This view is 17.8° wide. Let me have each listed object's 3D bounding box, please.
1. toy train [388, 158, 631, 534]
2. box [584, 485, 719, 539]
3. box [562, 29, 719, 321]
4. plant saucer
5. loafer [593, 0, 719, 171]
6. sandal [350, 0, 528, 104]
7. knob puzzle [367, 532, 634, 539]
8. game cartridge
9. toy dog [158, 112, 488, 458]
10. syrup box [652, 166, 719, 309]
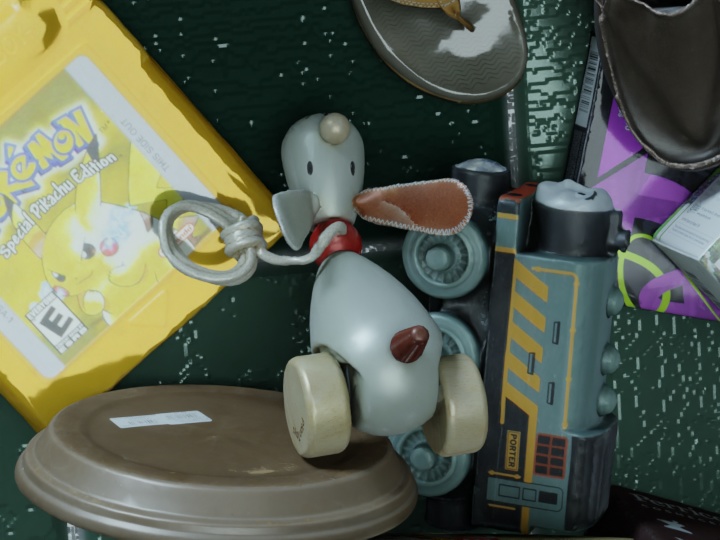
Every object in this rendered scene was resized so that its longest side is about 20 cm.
[{"bbox_3d":[0.080,0.044,1.199,0.114,0.085,0.200,8,101,17],"label":"toy train"},{"bbox_3d":[0.198,0.230,1.201,0.166,0.200,0.165,16,97,-11],"label":"box"},{"bbox_3d":[0.209,-0.042,1.244,0.200,0.036,0.143,9,98,-11],"label":"box"},{"bbox_3d":[-0.070,0.093,1.138,0.200,0.200,0.030,2,104,-9],"label":"plant saucer"},{"bbox_3d":[0.145,-0.132,1.143,0.073,0.071,0.200,-12,116,14],"label":"loafer"},{"bbox_3d":[0.027,-0.177,1.184,0.082,0.055,0.200,-21,101,-5],"label":"sandal"},{"bbox_3d":[0.039,0.150,1.165,0.219,0.220,0.031,1,85,-9],"label":"knob puzzle"},{"bbox_3d":[-0.163,-0.041,1.189,0.176,0.032,0.200,-42,104,0],"label":"game cartridge"},{"bbox_3d":[0.000,0.000,1.121,0.132,0.096,0.200,-23,67,-29],"label":"toy dog"},{"bbox_3d":[0.255,-0.056,1.190,0.079,0.081,0.200,44,89,-14],"label":"syrup box"}]
